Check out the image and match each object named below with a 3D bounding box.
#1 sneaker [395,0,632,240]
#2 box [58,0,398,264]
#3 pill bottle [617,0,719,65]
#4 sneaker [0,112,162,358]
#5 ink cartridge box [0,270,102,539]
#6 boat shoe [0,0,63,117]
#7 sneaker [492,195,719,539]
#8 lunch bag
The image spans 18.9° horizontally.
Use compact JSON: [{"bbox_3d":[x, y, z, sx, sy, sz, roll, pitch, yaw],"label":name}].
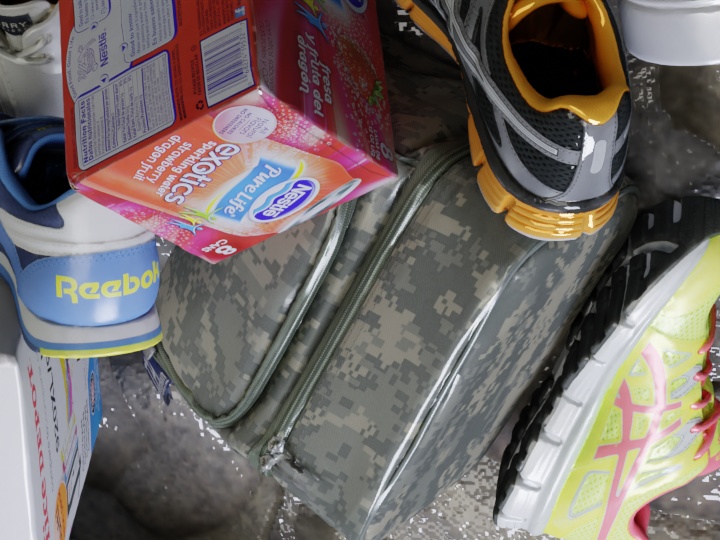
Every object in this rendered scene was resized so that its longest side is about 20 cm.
[{"bbox_3d":[0.064,-0.113,0.882,0.077,0.078,0.200,107,143,-60],"label":"sneaker"},{"bbox_3d":[-0.059,-0.119,0.891,0.099,0.201,0.095,-24,147,28],"label":"box"},{"bbox_3d":[0.129,-0.188,0.846,0.111,0.111,0.201,-3,114,20],"label":"pill bottle"},{"bbox_3d":[-0.140,-0.037,0.948,0.200,0.074,0.083,40,135,49],"label":"sneaker"},{"bbox_3d":[-0.208,0.058,1.014,0.144,0.200,0.148,-1,116,2],"label":"ink cartridge box"},{"bbox_3d":[-0.151,-0.125,0.996,0.071,0.070,0.201,10,121,15],"label":"boat shoe"},{"bbox_3d":[0.136,0.052,0.991,0.090,0.078,0.200,24,126,-3],"label":"sneaker"},{"bbox_3d":[0.000,0.000,0.976,0.168,0.139,0.200,39,121,17],"label":"lunch bag"}]
